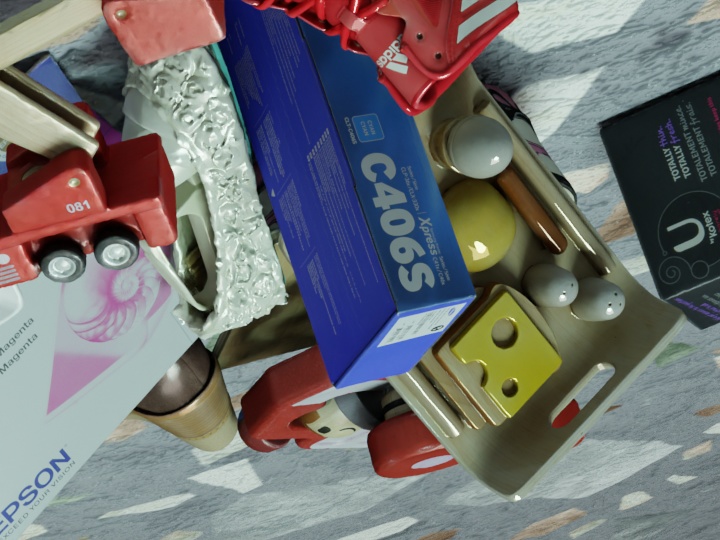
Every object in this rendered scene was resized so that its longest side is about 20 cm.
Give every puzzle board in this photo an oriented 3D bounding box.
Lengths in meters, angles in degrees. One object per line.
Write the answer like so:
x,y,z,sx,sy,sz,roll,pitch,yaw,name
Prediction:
0.000,0.000,1.424,0.150,0.017,0.200,-14,162,-18,puzzle board

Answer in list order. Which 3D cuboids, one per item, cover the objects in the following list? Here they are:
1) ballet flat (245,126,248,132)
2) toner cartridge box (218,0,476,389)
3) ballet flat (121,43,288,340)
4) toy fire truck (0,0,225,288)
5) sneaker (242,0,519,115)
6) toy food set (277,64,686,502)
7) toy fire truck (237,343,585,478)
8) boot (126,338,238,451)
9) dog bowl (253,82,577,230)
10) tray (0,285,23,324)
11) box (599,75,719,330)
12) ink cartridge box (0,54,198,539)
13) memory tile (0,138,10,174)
0.020,-0.115,1.270,0.067,0.068,0.200,-21,170,-45,ballet flat
-0.011,-0.056,1.182,0.043,0.201,0.095,-10,161,-25,toner cartridge box
-0.083,-0.040,1.243,0.071,0.072,0.201,-18,133,-2,ballet flat
-0.142,-0.061,1.098,0.199,0.049,0.141,-14,132,7,toy fire truck
-0.013,-0.127,1.110,0.199,0.116,0.078,-10,161,-25,sneaker
0.067,0.002,1.313,0.144,0.200,0.060,-45,-160,-16,toy food set
0.019,0.070,1.448,0.199,0.113,0.168,0,159,-45,toy fire truck
-0.169,0.028,1.484,0.199,0.073,0.167,15,151,39,boot
0.021,-0.040,1.471,0.199,0.074,0.200,-17,163,-5,dog bowl
-0.259,0.028,1.170,0.200,0.022,0.108,-35,129,-17,tray
0.268,-0.062,1.570,0.199,0.123,0.106,-23,162,15,box
-0.170,0.024,1.276,0.197,0.043,0.200,-48,145,-11,ink cartridge box
-0.228,0.028,1.259,0.153,0.017,0.201,-26,134,-36,memory tile
